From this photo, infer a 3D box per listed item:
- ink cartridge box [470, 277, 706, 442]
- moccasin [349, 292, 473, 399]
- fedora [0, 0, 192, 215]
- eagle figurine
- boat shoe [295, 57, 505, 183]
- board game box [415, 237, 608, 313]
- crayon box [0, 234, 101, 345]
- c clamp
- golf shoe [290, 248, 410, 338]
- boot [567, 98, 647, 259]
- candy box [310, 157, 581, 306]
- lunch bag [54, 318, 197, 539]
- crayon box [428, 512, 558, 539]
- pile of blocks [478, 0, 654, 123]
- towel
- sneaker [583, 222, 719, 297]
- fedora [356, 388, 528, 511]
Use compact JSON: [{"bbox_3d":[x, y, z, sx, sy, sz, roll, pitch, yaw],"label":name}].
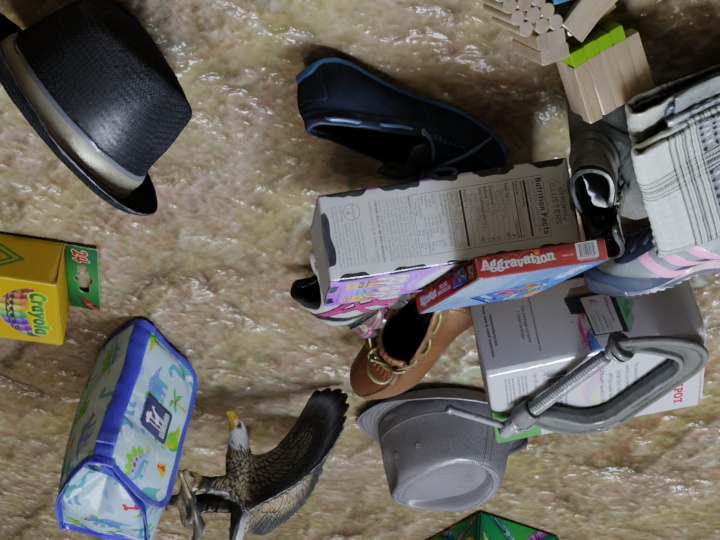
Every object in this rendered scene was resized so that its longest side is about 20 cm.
[{"bbox_3d":[0.209,0.075,1.610,0.198,0.085,0.145,-11,148,2],"label":"ink cartridge box"},{"bbox_3d":[0.041,0.067,1.667,0.077,0.074,0.201,-5,160,-34],"label":"moccasin"},{"bbox_3d":[-0.193,-0.138,1.335,0.091,0.201,0.201,-36,137,10],"label":"fedora"},{"bbox_3d":[-0.101,0.213,1.860,0.198,0.152,0.152,-12,111,-19],"label":"eagle figurine"},{"bbox_3d":[0.028,-0.099,1.405,0.199,0.069,0.084,18,146,-25],"label":"boat shoe"},{"bbox_3d":[0.114,0.006,1.379,0.102,0.020,0.200,-7,173,-12],"label":"board game box"},{"bbox_3d":[-0.353,0.015,1.698,0.198,0.051,0.127,7,149,-1],"label":"crayon box"},{"bbox_3d":[0.202,0.105,1.549,0.170,0.027,0.200,20,137,-38],"label":"c clamp"},{"bbox_3d":[0.000,0.000,1.579,0.091,0.073,0.200,17,149,-14],"label":"golf shoe"},{"bbox_3d":[0.193,-0.062,1.374,0.067,0.132,0.200,-4,148,19],"label":"boot"},{"bbox_3d":[0.064,-0.029,1.413,0.198,0.072,0.168,-9,173,-5],"label":"candy box"},{"bbox_3d":[-0.243,0.168,1.816,0.126,0.171,0.201,11,148,2],"label":"lunch bag"},{"bbox_3d":[0.145,0.371,2.194,0.118,0.059,0.200,20,147,-22],"label":"crayon box"},{"bbox_3d":[0.129,-0.191,1.257,0.200,0.082,0.062,40,180,-30],"label":"pile of blocks"},{"bbox_3d":[0.299,-0.096,1.326,0.191,0.035,0.200,-22,144,4],"label":"towel"},{"bbox_3d":[0.270,-0.036,1.484,0.199,0.070,0.082,-16,126,29],"label":"sneaker"},{"bbox_3d":[0.087,0.203,1.886,0.176,0.091,0.199,31,142,-35],"label":"fedora"}]
